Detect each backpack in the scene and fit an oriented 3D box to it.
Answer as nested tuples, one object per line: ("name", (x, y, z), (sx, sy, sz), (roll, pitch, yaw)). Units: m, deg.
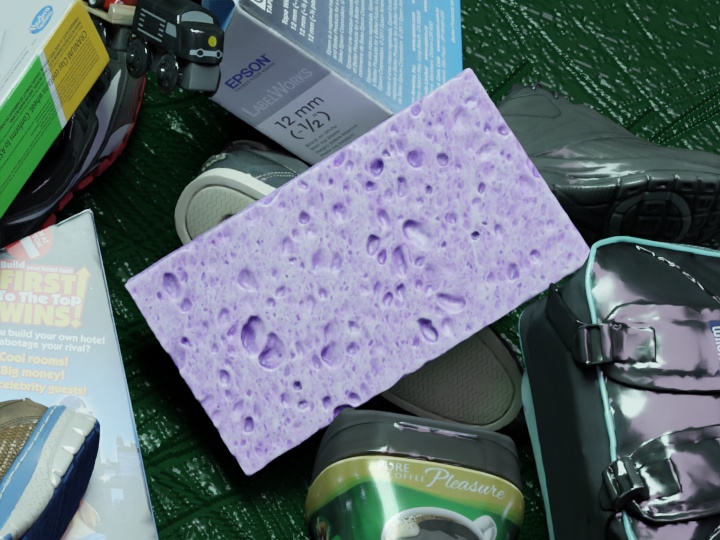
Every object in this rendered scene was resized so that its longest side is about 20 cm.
("backpack", (0.181, 0.081, 1.371), (0.199, 0.153, 0.176), (-3, 66, -17))

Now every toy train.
("toy train", (-0.124, -0.129, 1.375), (0.034, 0.046, 0.200), (1, 17, -37))

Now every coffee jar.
("coffee jar", (0.023, 0.162, 1.331), (0.104, 0.085, 0.200), (11, 56, -12))

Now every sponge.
("sponge", (0.000, 0.000, 1.385), (0.200, 0.030, 0.112), (-32, 92, 0))

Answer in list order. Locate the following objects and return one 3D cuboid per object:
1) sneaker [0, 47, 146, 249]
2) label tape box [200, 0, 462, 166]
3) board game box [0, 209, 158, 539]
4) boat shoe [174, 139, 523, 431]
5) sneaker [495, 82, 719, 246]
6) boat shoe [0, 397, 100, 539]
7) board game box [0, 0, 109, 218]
("sneaker", (-0.156, -0.075, 1.414), (0.071, 0.098, 0.201), (30, 51, 3))
("label tape box", (-0.036, -0.140, 1.450), (0.200, 0.066, 0.144), (31, 41, -32))
("board game box", (-0.182, 0.068, 1.318), (0.199, 0.062, 0.200), (5, 62, -7))
("boat shoe", (0.003, 0.005, 1.441), (0.200, 0.072, 0.068), (36, 27, -2))
("sneaker", (0.113, -0.059, 1.523), (0.199, 0.076, 0.091), (4, 52, -20))
("boat shoe", (-0.173, 0.116, 1.194), (0.072, 0.072, 0.200), (17, 26, 7))
("board game box", (-0.237, -0.068, 1.337), (0.200, 0.040, 0.153), (7, 50, 32))
